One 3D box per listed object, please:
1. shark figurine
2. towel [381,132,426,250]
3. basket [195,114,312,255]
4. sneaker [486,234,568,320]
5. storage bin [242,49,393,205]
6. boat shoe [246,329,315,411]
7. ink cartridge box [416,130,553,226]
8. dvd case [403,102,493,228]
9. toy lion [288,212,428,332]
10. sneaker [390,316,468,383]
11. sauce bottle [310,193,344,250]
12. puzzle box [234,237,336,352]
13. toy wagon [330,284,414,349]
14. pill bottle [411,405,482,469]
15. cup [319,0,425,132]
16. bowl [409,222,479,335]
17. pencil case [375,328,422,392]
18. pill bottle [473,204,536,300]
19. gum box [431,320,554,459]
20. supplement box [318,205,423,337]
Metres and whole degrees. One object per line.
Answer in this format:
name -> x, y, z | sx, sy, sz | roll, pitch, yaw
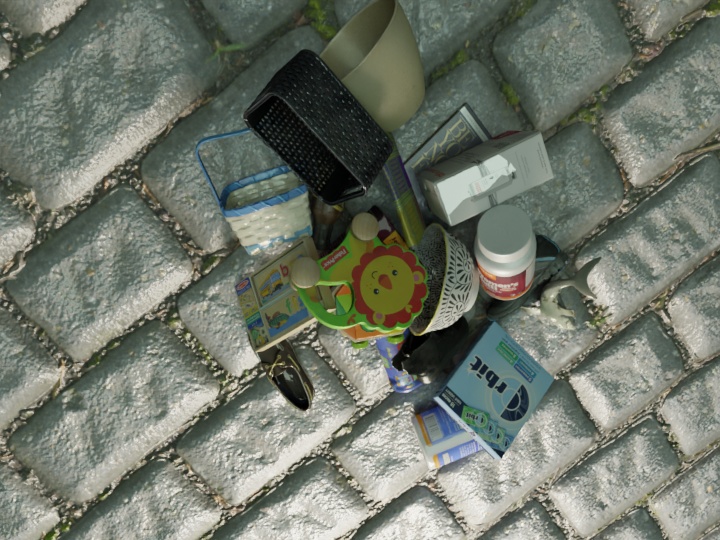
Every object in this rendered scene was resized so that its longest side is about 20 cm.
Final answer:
shark figurine -> 0.396, 0.035, 1.102 | 0.125, 0.216, 0.091 | 17, 63, 15
towel -> 0.068, -0.140, 0.960 | 0.022, 0.144, 0.205 | -18, 101, 20
basket -> -0.168, -0.143, 0.932 | 0.171, 0.140, 0.204 | -15, 125, -5
sneaker -> 0.320, 0.017, 1.110 | 0.200, 0.073, 0.082 | -45, 85, 6
storage bin -> -0.062, -0.207, 0.831 | 0.200, 0.134, 0.095 | 44, 65, -23
boat shoe -> -0.155, 0.191, 1.082 | 0.071, 0.060, 0.203 | -31, 109, 2
ink cartridge box -> 0.212, -0.167, 0.969 | 0.196, 0.147, 0.084 | -25, 107, 0
dvd case -> 0.170, -0.188, 1.042 | 0.200, 0.016, 0.149 | -43, 108, 5
toy lion -> 0.007, 0.023, 0.897 | 0.198, 0.069, 0.194 | -36, 89, -16
sneaker -> 0.139, 0.136, 1.062 | 0.200, 0.059, 0.105 | -49, 127, -27
sauce bottle -> -0.056, -0.139, 0.998 | 0.063, 0.065, 0.206 | 9, 107, -11
puzzle box -> -0.138, 0.045, 0.979 | 0.198, 0.025, 0.136 | -31, 73, 32
toy wagon -> 0.003, 0.061, 0.970 | 0.194, 0.040, 0.160 | -9, 109, -7
pill bottle -> 0.213, 0.326, 1.153 | 0.195, 0.112, 0.115 | -21, 109, -2
cup -> 0.027, -0.315, 0.901 | 0.142, 0.201, 0.201 | 38, 99, -32
bowl -> 0.157, 0.024, 1.006 | 0.092, 0.201, 0.206 | 11, 105, -12
pencil case -> 0.064, 0.140, 1.092 | 0.077, 0.086, 0.204 | -31, 112, -25
pill bottle -> 0.259, -0.030, 0.986 | 0.106, 0.200, 0.113 | -6, 67, 14
gum box -> 0.266, 0.235, 1.099 | 0.170, 0.045, 0.200 | 43, 71, 3
supplement box -> 0.000, 0.000, 1.026 | 0.199, 0.103, 0.131 | -41, 108, 4
